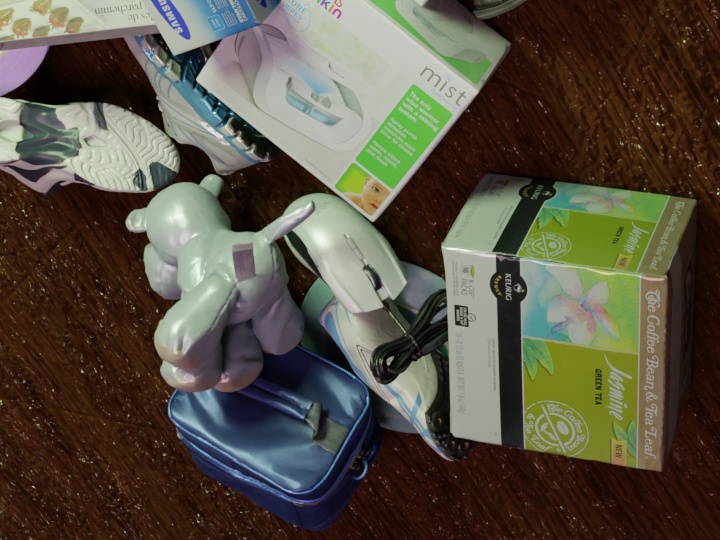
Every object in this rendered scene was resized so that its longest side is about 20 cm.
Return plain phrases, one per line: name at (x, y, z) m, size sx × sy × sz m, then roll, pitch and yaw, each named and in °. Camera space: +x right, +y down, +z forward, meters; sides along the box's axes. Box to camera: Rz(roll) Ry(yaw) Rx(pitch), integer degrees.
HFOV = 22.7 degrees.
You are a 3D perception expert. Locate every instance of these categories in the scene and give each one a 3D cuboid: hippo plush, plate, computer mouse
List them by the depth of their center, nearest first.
computer mouse at (0.000, 0.000, 1.598) m, size 0.200 × 0.109 × 0.044 m, roll 48°, pitch 159°, yaw 21°
hippo plush at (-0.150, 0.001, 1.603) m, size 0.161 × 0.159 × 0.201 m, roll 41°, pitch 148°, yaw 30°
plate at (0.030, 0.079, 1.710) m, size 0.198 × 0.026 × 0.202 m, roll 11°, pitch 125°, yaw 16°

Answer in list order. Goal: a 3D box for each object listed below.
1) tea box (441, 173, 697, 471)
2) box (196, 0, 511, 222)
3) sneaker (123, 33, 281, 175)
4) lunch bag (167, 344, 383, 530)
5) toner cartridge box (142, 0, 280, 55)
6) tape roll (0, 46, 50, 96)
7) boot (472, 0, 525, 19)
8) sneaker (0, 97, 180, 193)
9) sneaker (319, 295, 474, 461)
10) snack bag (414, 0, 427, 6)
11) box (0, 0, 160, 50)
tea box at (0.183, 0.043, 1.548) m, size 0.195 × 0.134 × 0.201 m, roll 7°, pitch 124°, yaw 19°
box at (-0.005, -0.177, 1.513) m, size 0.200 × 0.097 × 0.177 m, roll 39°, pitch 131°, yaw -3°
sneaker at (-0.163, -0.162, 1.609) m, size 0.086 × 0.075 × 0.200 m, roll -28°, pitch 107°, yaw 41°
lunch bag at (-0.075, 0.147, 1.689) m, size 0.199 × 0.136 × 0.133 m, roll 25°, pitch 161°, yaw 20°
toner cartridge box at (-0.154, -0.277, 1.422) m, size 0.094 × 0.043 × 0.201 m, roll -14°, pitch 117°, yaw 34°
tape roll at (-0.365, -0.254, 1.612) m, size 0.198 × 0.066 × 0.202 m, roll 4°, pitch 123°, yaw 6°
boot at (0.113, -0.313, 1.397) m, size 0.174 × 0.069 × 0.200 m, roll 46°, pitch 124°, yaw -3°
sneaker at (-0.265, -0.112, 1.678) m, size 0.197 × 0.130 × 0.080 m, roll 3°, pitch 88°, yaw -3°
sneaker at (0.039, 0.096, 1.665) m, size 0.200 × 0.072 × 0.072 m, roll 52°, pitch 148°, yaw -16°
snack bag at (0.036, -0.335, 1.391) m, size 0.200 × 0.021 × 0.189 m, roll 52°, pitch 135°, yaw 6°
box at (-0.234, -0.217, 1.520) m, size 0.198 × 0.041 × 0.039 m, roll -8°, pitch 88°, yaw -10°
